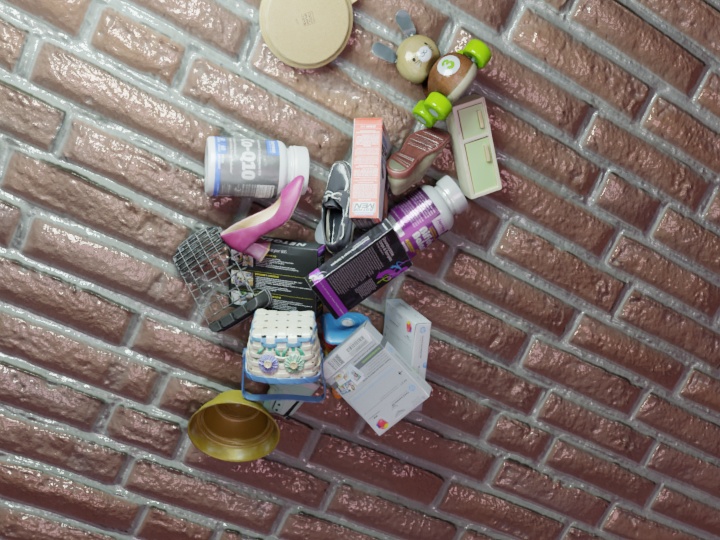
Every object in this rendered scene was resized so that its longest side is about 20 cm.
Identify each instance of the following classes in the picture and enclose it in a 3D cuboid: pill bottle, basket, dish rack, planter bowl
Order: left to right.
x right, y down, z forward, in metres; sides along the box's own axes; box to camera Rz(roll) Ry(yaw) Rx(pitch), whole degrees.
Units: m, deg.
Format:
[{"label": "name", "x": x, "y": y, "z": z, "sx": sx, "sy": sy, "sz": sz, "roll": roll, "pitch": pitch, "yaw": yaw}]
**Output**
[{"label": "dish rack", "x": -0.287, "y": 0.016, "z": 1.621, "sx": 0.152, "sy": 0.054, "sz": 0.202, "roll": -29, "pitch": 90, "yaw": 24}, {"label": "planter bowl", "x": -0.268, "y": 0.319, "z": 1.723, "sx": 0.196, "sy": 0.084, "sz": 0.203, "roll": 0, "pitch": 130, "yaw": 0}, {"label": "pill bottle", "x": -0.205, "y": -0.201, "z": 1.576, "sx": 0.196, "sy": 0.114, "sz": 0.116, "roll": 1, "pitch": 107, "yaw": -15}, {"label": "basket", "x": -0.158, "y": 0.183, "z": 1.604, "sx": 0.173, "sy": 0.140, "sz": 0.203, "roll": 0, "pitch": 127, "yaw": -1}, {"label": "pill bottle", "x": 0.127, "y": -0.109, "z": 1.694, "sx": 0.199, "sy": 0.112, "sz": 0.113, "roll": -37, "pitch": 112, "yaw": 0}]

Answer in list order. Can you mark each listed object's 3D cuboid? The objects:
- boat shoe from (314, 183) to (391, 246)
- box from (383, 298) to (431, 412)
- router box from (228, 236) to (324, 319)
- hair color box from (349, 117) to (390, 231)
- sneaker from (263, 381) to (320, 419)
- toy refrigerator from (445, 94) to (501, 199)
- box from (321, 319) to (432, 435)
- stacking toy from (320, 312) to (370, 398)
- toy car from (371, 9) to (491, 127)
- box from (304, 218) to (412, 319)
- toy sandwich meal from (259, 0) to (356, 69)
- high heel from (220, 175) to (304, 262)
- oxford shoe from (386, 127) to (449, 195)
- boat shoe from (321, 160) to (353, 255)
[{"label": "boat shoe", "x": -0.010, "y": -0.120, "z": 1.685, "sx": 0.200, "sy": 0.070, "sz": 0.066, "roll": -47, "pitch": 148, "yaw": -1}, {"label": "box", "x": 0.094, "y": 0.183, "z": 1.744, "sx": 0.040, "sy": 0.156, "sz": 0.204, "roll": -3, "pitch": 108, "yaw": -22}, {"label": "router box", "x": -0.173, "y": 0.012, "z": 1.637, "sx": 0.196, "sy": 0.051, "sz": 0.152, "roll": 8, "pitch": 108, "yaw": 15}, {"label": "hair color box", "x": 0.020, "y": -0.188, "z": 1.595, "sx": 0.063, "sy": 0.111, "sz": 0.204, "roll": 2, "pitch": 79, "yaw": 11}, {"label": "sneaker", "x": -0.194, "y": 0.251, "z": 1.731, "sx": 0.199, "sy": 0.074, "sz": 0.119, "roll": 32, "pitch": 101, "yaw": -32}, {"label": "toy refrigerator", "x": 0.239, "y": -0.262, "z": 1.699, "sx": 0.075, "sy": 0.070, "sz": 0.203, "roll": -18, "pitch": 110, "yaw": -8}, {"label": "box", "x": 0.027, "y": 0.225, "z": 1.660, "sx": 0.200, "sy": 0.041, "sz": 0.156, "roll": 46, "pitch": 115, "yaw": -5}, {"label": "stacking toy", "x": -0.038, "y": 0.200, "z": 1.763, "sx": 0.108, "sy": 0.117, "sz": 0.203, "roll": 1, "pitch": 118, "yaw": -12}, {"label": "toy car", "x": 0.127, "y": -0.418, "z": 1.588, "sx": 0.199, "sy": 0.158, "sz": 0.165, "roll": 39, "pitch": 82, "yaw": -10}, {"label": "box", "x": 0.000, "y": 0.000, "z": 1.591, "sx": 0.198, "sy": 0.036, "sz": 0.143, "roll": -34, "pitch": 144, "yaw": -1}, {"label": "toy sandwich meal", "x": -0.103, "y": -0.494, "z": 1.541, "sx": 0.201, "sy": 0.070, "sz": 0.209, "roll": -5, "pitch": 113, "yaw": -12}, {"label": "high heel", "x": -0.188, "y": -0.116, "z": 1.548, "sx": 0.095, "sy": 0.068, "sz": 0.201, "roll": 29, "pitch": 116, "yaw": -15}, {"label": "oxford shoe", "x": 0.117, "y": -0.230, "z": 1.656, "sx": 0.199, "sy": 0.070, "sz": 0.076, "roll": -40, "pitch": 146, "yaw": -34}, {"label": "boat shoe", "x": -0.045, "y": -0.134, "z": 1.624, "sx": 0.071, "sy": 0.063, "sz": 0.204, "roll": -2, "pitch": 76, "yaw": 19}]
